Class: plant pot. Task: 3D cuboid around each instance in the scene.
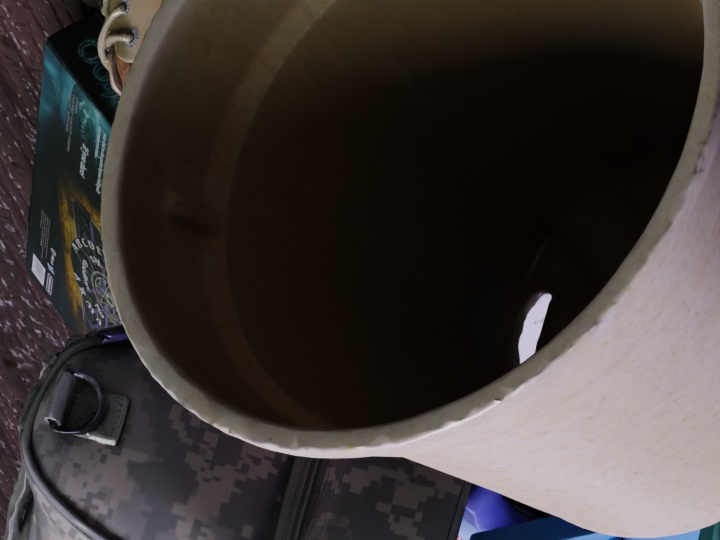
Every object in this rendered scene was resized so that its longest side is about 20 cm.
[{"bbox_3d":[0.056,-0.009,0.860,0.200,0.201,0.183,9,162,37],"label":"plant pot"}]

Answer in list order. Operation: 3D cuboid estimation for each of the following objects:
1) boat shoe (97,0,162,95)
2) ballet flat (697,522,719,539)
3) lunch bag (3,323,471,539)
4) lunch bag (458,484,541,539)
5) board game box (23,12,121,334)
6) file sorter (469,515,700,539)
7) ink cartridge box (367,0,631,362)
[{"bbox_3d":[-0.057,-0.090,1.023,0.200,0.074,0.076,47,166,14],"label":"boat shoe"},{"bbox_3d":[0.150,0.065,0.989,0.071,0.069,0.201,5,109,2],"label":"ballet flat"},{"bbox_3d":[-0.059,0.114,1.114,0.167,0.140,0.200,17,147,-3],"label":"lunch bag"},{"bbox_3d":[0.047,0.128,1.251,0.150,0.094,0.200,32,158,10],"label":"lunch bag"},{"bbox_3d":[-0.094,-0.004,1.235,0.135,0.028,0.200,52,157,17],"label":"board game box"},{"bbox_3d":[0.157,0.165,1.097,0.199,0.123,0.139,-12,140,3],"label":"file sorter"},{"bbox_3d":[0.025,-0.032,0.968,0.042,0.119,0.200,-111,-4,-45],"label":"ink cartridge box"}]
